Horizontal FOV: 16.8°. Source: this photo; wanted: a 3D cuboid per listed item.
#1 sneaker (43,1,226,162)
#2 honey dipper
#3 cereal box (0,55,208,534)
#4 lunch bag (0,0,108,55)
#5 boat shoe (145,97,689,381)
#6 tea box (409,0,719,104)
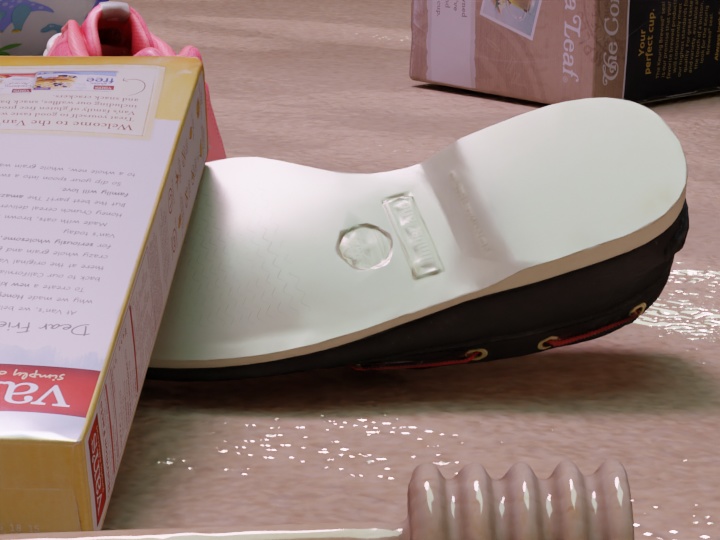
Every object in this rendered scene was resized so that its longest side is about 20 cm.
[{"bbox_3d":[-0.096,-0.061,0.928,0.073,0.087,0.200,-4,14,-27],"label":"sneaker"},{"bbox_3d":[-0.042,0.062,0.523,0.198,0.038,0.038,-2,13,-2],"label":"honey dipper"},{"bbox_3d":[-0.124,0.001,0.646,0.143,0.040,0.200,2,31,5],"label":"cereal box"},{"bbox_3d":[-0.230,-0.156,1.242,0.169,0.128,0.200,-6,5,-31],"label":"lunch bag"},{"bbox_3d":[0.000,0.002,0.734,0.200,0.063,0.074,-12,56,-4],"label":"boat shoe"},{"bbox_3d":[0.138,-0.200,1.297,0.133,0.201,0.196,14,17,42],"label":"tea box"}]
